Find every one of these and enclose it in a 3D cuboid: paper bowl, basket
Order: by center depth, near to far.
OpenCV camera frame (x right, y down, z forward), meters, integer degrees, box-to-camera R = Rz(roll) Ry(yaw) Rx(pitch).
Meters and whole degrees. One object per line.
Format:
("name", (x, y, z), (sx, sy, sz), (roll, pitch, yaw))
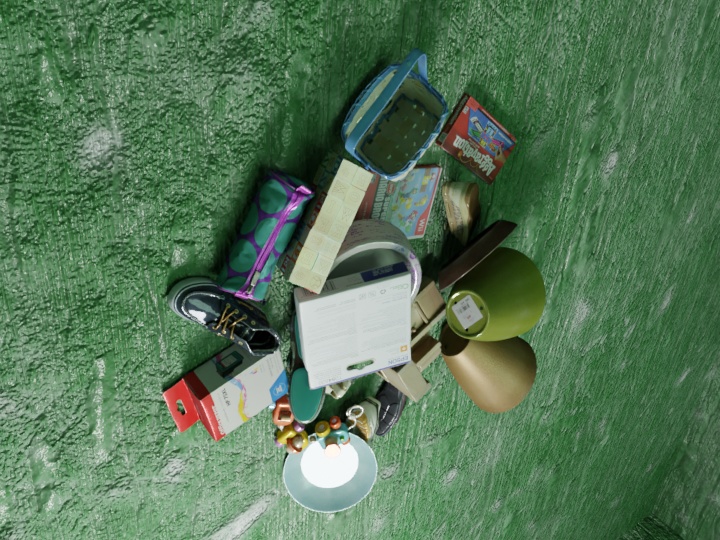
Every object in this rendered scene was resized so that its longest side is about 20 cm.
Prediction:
("basket", (0.048, -0.229, 1.153), (0.177, 0.138, 0.200), (-50, 171, -2))
("paper bowl", (0.000, 0.000, 1.291), (0.195, 0.105, 0.204), (-11, 132, -12))

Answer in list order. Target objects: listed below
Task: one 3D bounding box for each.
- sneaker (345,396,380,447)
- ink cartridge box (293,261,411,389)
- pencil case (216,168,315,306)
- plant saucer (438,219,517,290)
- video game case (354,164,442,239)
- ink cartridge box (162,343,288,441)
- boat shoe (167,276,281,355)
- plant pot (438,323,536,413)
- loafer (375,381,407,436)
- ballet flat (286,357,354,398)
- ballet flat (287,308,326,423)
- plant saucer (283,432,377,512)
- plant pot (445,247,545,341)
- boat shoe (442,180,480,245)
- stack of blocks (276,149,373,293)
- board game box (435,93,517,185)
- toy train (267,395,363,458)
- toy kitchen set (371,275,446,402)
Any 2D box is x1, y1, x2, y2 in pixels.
("sneaker", (0.007, 0.353, 1.606), (0.088, 0.074, 0.203), (-47, 159, -44))
("ink cartridge box", (-0.008, 0.094, 1.263), (0.194, 0.041, 0.204), (-13, 129, -13))
("pencil case", (-0.144, -0.052, 1.149), (0.084, 0.092, 0.204), (21, 101, -30))
("plant saucer", (0.224, -0.037, 1.481), (0.199, 0.035, 0.200), (-40, 180, 0))
("video game case", (0.058, -0.118, 1.354), (0.196, 0.017, 0.146), (-10, 124, -40))
("ink cartridge box", (-0.224, 0.205, 1.276), (0.198, 0.067, 0.118), (-33, 138, -23))
("boat shoe", (-0.206, 0.074, 1.181), (0.199, 0.091, 0.072), (25, 101, -50))
("plant pot", (0.265, 0.192, 1.679), (0.199, 0.186, 0.188), (36, 92, -36))
("loafer", (0.080, 0.265, 1.618), (0.062, 0.071, 0.205), (-3, 117, -47))
("ballet flat", (-0.064, 0.213, 1.438), (0.073, 0.072, 0.199), (-56, 141, 5))
("ballet flat", (-0.095, 0.163, 1.328), (0.073, 0.073, 0.206), (3, 90, -44))
("plant saucer", (-0.064, 0.408, 1.559), (0.195, 0.039, 0.206), (-3, 112, -6))
("plant pot", (0.249, 0.064, 1.494), (0.198, 0.185, 0.191), (-19, 132, -56))
("boat shoe", (0.193, -0.115, 1.450), (0.201, 0.061, 0.075), (75, 36, -63))
("stack of blocks", (-0.063, -0.082, 1.178), (0.058, 0.115, 0.204), (22, 99, -25))
("board game box", (0.224, -0.244, 1.423), (0.198, 0.019, 0.104), (24, 102, -50))
("toy train", (-0.093, 0.302, 1.436), (0.195, 0.056, 0.152), (12, 125, -20))
("toy kitchen set", (0.132, 0.156, 1.464), (0.199, 0.180, 0.165), (-41, 119, -13))
